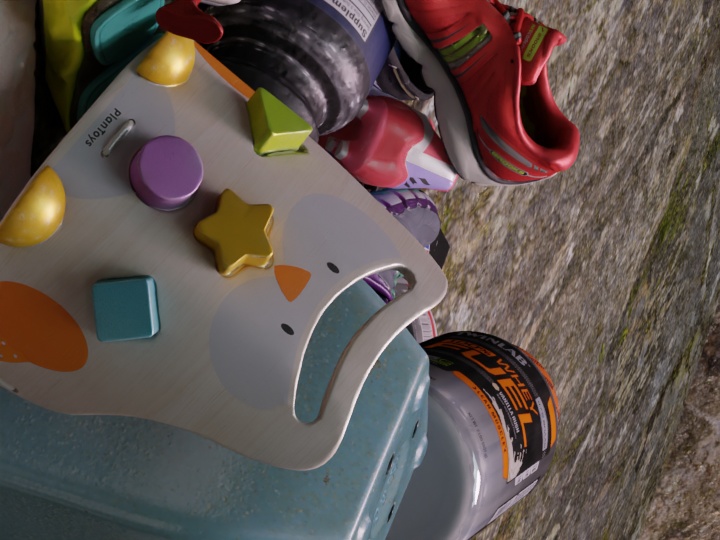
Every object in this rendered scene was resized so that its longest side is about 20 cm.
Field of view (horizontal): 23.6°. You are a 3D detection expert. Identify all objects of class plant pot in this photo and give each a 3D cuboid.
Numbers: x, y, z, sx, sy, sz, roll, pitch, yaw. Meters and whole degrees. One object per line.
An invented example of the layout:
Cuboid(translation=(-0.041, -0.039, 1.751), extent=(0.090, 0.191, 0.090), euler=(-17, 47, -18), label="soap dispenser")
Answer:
Cuboid(translation=(-0.072, 0.082, 0.908), extent=(0.197, 0.199, 0.196), euler=(88, 23, -62), label="plant pot")

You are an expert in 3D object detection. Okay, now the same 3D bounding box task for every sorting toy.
Cuboid(translation=(-0.059, -0.004, 0.800), extent=(0.200, 0.180, 0.107), euler=(-54, 179, -25), label="sorting toy")

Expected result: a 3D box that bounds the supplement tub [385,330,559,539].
Cuboid(translation=(0.051, 0.106, 1.088), extent=(0.200, 0.122, 0.123), euler=(-19, 122, -65), label="supplement tub")

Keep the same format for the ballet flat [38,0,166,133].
Cuboid(translation=(-0.128, -0.121, 0.837), extent=(0.067, 0.067, 0.200), euler=(-36, 173, -15), label="ballet flat")

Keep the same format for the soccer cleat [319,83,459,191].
Cuboid(translation=(0.008, -0.091, 1.119), extent=(0.067, 0.076, 0.200), euler=(-62, -164, 7), label="soccer cleat")

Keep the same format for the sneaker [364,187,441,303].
Cuboid(translation=(0.000, 0.000, 1.072), extent=(0.200, 0.074, 0.088), euler=(-5, 66, -60), label="sneaker")

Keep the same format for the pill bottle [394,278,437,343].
Cuboid(translation=(-0.029, 0.050, 1.169), extent=(0.200, 0.113, 0.115), euler=(7, 97, -69), label="pill bottle")

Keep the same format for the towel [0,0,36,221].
Cuboid(translation=(-0.203, -0.041, 0.760), extent=(0.191, 0.032, 0.201), euler=(-38, 139, -60), label="towel")

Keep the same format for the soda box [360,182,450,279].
Cuboid(translation=(0.010, -0.033, 1.288), extent=(0.200, 0.063, 0.071), euler=(56, 52, -63), label="soda box")

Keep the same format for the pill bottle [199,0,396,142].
Cuboid(translation=(-0.033, -0.152, 1.021), extent=(0.112, 0.111, 0.201), euler=(75, 35, -54), label="pill bottle")

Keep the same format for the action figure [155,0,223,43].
Cuboid(translation=(-0.024, -0.175, 0.802), extent=(0.200, 0.051, 0.066), euler=(-51, 144, -43), label="action figure")

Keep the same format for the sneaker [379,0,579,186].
Cuboid(translation=(0.076, -0.141, 1.002), extent=(0.077, 0.085, 0.201), euler=(-52, 126, -39), label="sneaker")

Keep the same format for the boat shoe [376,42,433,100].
Cuboid(translation=(0.022, -0.190, 1.204), extent=(0.200, 0.066, 0.070), euler=(80, 31, -49), label="boat shoe")

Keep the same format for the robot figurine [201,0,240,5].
Cuboid(translation=(-0.071, -0.236, 0.857), extent=(0.170, 0.112, 0.201), euler=(-147, -111, -73), label="robot figurine")
